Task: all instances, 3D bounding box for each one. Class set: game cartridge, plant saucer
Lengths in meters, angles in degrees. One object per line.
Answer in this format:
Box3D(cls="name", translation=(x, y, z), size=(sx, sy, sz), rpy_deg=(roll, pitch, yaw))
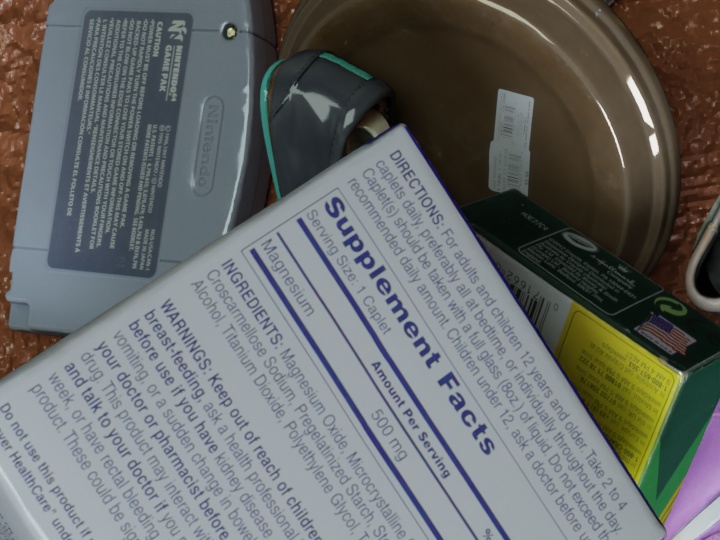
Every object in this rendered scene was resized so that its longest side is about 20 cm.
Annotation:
Box3D(cls="game cartridge", translation=(-0.109, -0.062, 0.926), size=(0.132, 0.041, 0.202), rpy_deg=(6, 84, 20))
Box3D(cls="plant saucer", translation=(0.044, -0.052, 0.797), size=(0.198, 0.029, 0.202), rpy_deg=(16, 126, 23))

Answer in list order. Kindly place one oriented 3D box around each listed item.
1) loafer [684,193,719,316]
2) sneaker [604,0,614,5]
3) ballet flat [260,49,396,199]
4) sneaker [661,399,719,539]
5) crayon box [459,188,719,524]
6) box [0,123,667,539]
Box3D(cls="loafer", translation=(0.193, -0.062, 0.703), size=(0.072, 0.063, 0.201), rpy_deg=(37, 113, 22))
Box3D(cls="sneaker", translation=(0.081, -0.156, 0.824), size=(0.071, 0.099, 0.201), rpy_deg=(42, 97, 25))
Box3D(cls="ballet flat", translation=(0.000, 0.000, 0.795), size=(0.072, 0.073, 0.202), rpy_deg=(8, 121, 24))
Box3D(cls="sneaker", translation=(0.193, 0.049, 0.759), size=(0.201, 0.073, 0.114), rpy_deg=(-47, 64, 10))
Box3D(cls="crayon box", translation=(0.071, 0.083, 0.779), size=(0.127, 0.051, 0.202), rpy_deg=(36, 126, 29))
Box3D(cls="box", translation=(-0.025, 0.080, 0.665), size=(0.199, 0.105, 0.185), rpy_deg=(-33, 90, -23))
